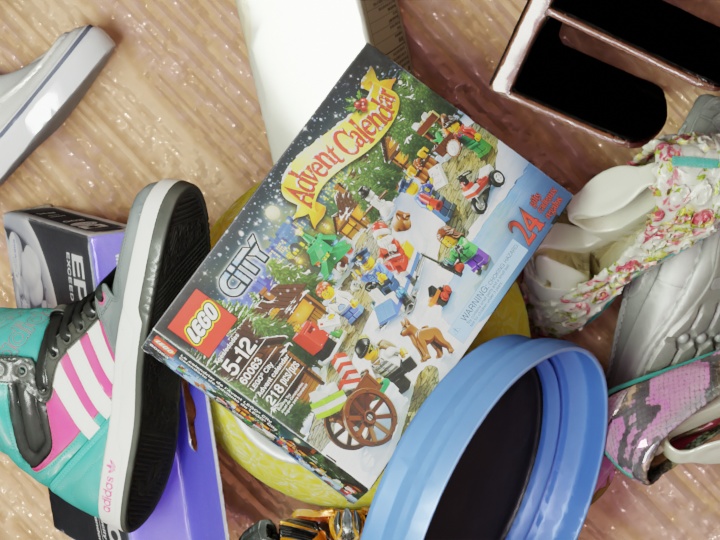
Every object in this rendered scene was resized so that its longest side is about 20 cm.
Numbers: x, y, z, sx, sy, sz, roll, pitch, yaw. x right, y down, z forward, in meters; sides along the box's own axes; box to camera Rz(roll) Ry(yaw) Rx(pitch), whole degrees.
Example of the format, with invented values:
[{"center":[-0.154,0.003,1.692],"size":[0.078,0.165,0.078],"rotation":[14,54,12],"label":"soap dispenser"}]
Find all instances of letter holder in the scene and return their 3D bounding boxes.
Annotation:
[{"center":[0.163,-0.124,1.506],"size":[0.142,0.200,0.101],"rotation":[26,105,4],"label":"letter holder"}]

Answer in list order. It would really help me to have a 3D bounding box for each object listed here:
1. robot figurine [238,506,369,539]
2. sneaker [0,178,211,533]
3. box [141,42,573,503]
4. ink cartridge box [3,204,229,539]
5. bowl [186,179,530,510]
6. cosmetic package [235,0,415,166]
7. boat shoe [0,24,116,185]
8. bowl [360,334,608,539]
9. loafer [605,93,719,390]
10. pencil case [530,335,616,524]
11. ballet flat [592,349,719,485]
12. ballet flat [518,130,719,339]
[{"center":[-0.001,0.191,1.610],"size":[0.145,0.200,0.058],"rotation":[-4,60,2],"label":"robot figurine"},{"center":[-0.152,0.031,1.519],"size":[0.121,0.084,0.200],"rotation":[19,113,17],"label":"sneaker"},{"center":[0.000,0.000,1.475],"size":[0.137,0.038,0.200],"rotation":[36,68,-2],"label":"box"},{"center":[-0.138,0.069,1.613],"size":[0.043,0.200,0.198],"rotation":[-12,101,-25],"label":"ink cartridge box"},{"center":[-0.016,0.049,1.546],"size":[0.200,0.108,0.200],"rotation":[6,109,17],"label":"bowl"},{"center":[-0.027,-0.165,1.584],"size":[0.073,0.104,0.200],"rotation":[-10,98,13],"label":"cosmetic package"},{"center":[-0.227,-0.081,1.659],"size":[0.070,0.071,0.200],"rotation":[45,112,-4],"label":"boat shoe"},{"center":[0.062,0.126,1.496],"size":[0.039,0.201,0.201],"rotation":[23,106,26],"label":"bowl"},{"center":[0.180,-0.003,1.605],"size":[0.070,0.070,0.200],"rotation":[41,118,41],"label":"loafer"},{"center":[0.060,0.062,1.627],"size":[0.087,0.083,0.200],"rotation":[-43,92,-13],"label":"pencil case"},{"center":[0.225,0.062,1.576],"size":[0.200,0.069,0.071],"rotation":[-27,58,-7],"label":"ballet flat"},{"center":[0.131,-0.024,1.561],"size":[0.200,0.064,0.076],"rotation":[-41,47,47],"label":"ballet flat"}]
